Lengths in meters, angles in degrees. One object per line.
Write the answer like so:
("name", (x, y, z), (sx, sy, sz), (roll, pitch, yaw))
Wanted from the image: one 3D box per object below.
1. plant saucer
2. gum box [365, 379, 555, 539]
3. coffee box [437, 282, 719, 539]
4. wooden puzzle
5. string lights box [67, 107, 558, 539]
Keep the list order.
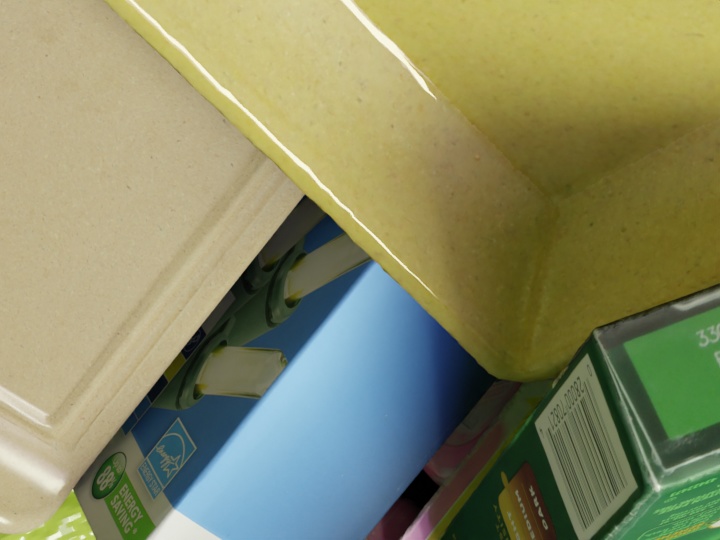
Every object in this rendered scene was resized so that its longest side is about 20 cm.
("plant saucer", (0.049, -0.082, 0.574), (0.200, 0.049, 0.200), (-28, 120, 38))
("gum box", (0.065, 0.061, 0.783), (0.113, 0.066, 0.200), (33, 99, -32))
("coffee box", (0.094, 0.046, 0.641), (0.123, 0.044, 0.200), (-19, 164, -14))
("wooden puzzle", (-0.107, -0.050, 0.662), (0.185, 0.037, 0.200), (33, 105, -18))
("string lights box", (0.000, 0.000, 0.714), (0.059, 0.103, 0.200), (35, 98, -30))
